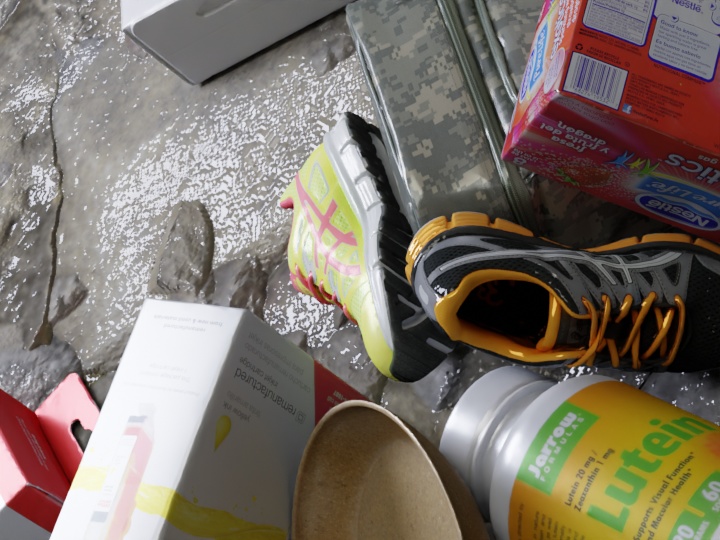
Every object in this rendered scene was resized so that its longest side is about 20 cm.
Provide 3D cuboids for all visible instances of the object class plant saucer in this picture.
[{"bbox_3d":[0.023,0.166,1.141,0.200,0.035,0.201,20,113,60],"label":"plant saucer"}]

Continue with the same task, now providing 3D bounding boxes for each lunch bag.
[{"bbox_3d":[0.098,-0.091,1.243,0.167,0.139,0.200,-20,52,5],"label":"lunch bag"}]

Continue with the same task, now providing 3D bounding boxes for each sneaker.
[{"bbox_3d":[0.000,0.000,1.303,0.090,0.078,0.200,-39,40,22],"label":"sneaker"},{"bbox_3d":[0.122,0.023,1.134,0.199,0.079,0.077,6,23,-1],"label":"sneaker"}]

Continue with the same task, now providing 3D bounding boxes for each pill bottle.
[{"bbox_3d":[0.136,0.119,1.090,0.200,0.111,0.111,24,79,43],"label":"pill bottle"}]

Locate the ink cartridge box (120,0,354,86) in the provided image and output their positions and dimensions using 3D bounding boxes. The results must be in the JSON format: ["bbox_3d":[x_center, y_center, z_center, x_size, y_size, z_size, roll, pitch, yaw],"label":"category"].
[{"bbox_3d":[-0.091,-0.251,1.513,0.146,0.086,0.201,-24,52,24],"label":"ink cartridge box"}]

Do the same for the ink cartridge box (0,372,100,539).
[{"bbox_3d":[-0.253,0.152,1.394,0.200,0.067,0.116,-44,46,6],"label":"ink cartridge box"}]

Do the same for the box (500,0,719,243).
[{"bbox_3d":[0.186,-0.081,1.114,0.095,0.199,0.100,129,159,-67],"label":"box"}]

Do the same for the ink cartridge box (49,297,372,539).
[{"bbox_3d":[-0.087,0.137,1.225,0.083,0.145,0.201,6,67,38],"label":"ink cartridge box"}]
